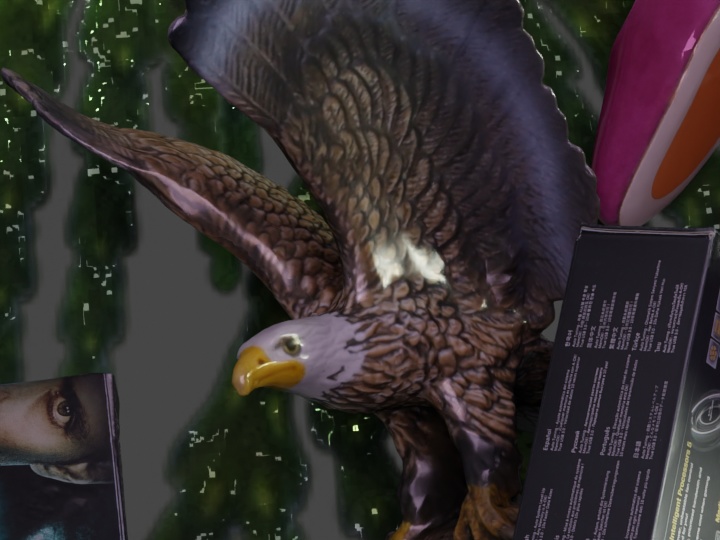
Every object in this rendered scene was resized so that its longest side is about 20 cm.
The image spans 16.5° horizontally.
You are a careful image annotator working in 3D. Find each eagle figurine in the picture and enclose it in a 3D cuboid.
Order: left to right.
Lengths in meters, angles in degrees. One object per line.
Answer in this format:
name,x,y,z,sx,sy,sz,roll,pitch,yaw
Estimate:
eagle figurine,-0.002,0.000,0.731,0.152,0.151,0.200,-23,84,2

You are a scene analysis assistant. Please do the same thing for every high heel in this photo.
high heel,0.094,-0.113,0.818,0.096,0.067,0.200,20,83,23

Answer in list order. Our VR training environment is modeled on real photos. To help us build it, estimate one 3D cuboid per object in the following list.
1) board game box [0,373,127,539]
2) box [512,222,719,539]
board game box,-0.130,0.122,0.718,0.135,0.028,0.200,-7,52,-5
box,0.097,0.107,0.706,0.043,0.160,0.200,2,72,35
